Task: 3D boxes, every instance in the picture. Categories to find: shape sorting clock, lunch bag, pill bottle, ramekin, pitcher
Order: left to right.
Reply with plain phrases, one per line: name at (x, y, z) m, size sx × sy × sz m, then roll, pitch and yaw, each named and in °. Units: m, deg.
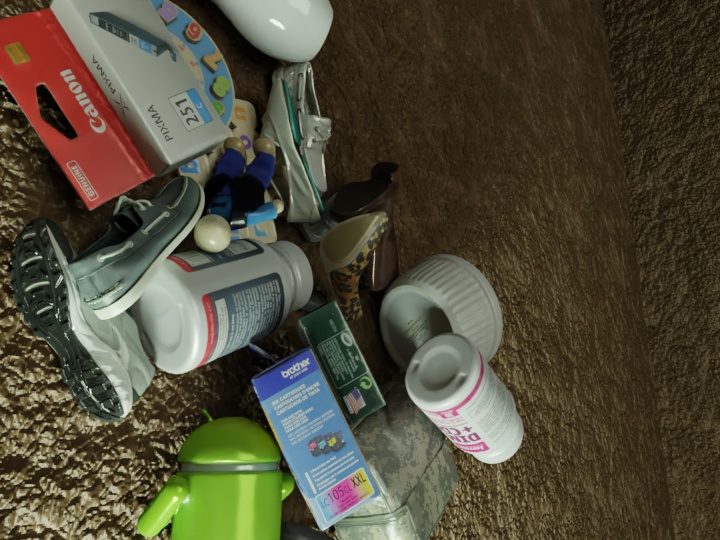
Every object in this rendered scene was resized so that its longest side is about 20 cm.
shape sorting clock at (-0.233, -0.245, 0.702) m, size 0.197 × 0.039 × 0.206 m, roll 19°, pitch 62°, yaw -41°
pill bottle at (-0.149, 0.029, 0.677) m, size 0.198 × 0.118 × 0.123 m, roll -20°, pitch 94°, yaw -52°
pitcher at (-0.140, -0.396, 0.820) m, size 0.197 × 0.121 × 0.175 m, roll 22°, pitch 46°, yaw -28°
lunch bag at (0.034, 0.271, 0.823) m, size 0.199 × 0.137 × 0.172 m, roll -30°, pitch 101°, yaw -54°
ramekin at (0.120, 0.085, 0.948) m, size 0.104 × 0.198 × 0.205 m, roll -21°, pitch 96°, yaw -42°
pill bottle at (0.156, 0.190, 0.841) m, size 0.200 × 0.111 × 0.115 m, roll 49°, pitch 46°, yaw -37°

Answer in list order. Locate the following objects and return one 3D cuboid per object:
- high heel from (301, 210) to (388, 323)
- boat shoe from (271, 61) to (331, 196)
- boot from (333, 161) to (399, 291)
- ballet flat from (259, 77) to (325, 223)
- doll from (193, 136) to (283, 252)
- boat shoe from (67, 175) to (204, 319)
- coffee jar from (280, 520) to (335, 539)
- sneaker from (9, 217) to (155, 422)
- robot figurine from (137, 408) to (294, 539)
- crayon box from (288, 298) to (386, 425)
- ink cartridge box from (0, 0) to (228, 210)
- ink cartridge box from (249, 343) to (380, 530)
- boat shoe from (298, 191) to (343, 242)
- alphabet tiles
high heel at (0.000, 0.000, 0.827) m, size 0.141 × 0.200 × 0.072 m, roll 21°, pitch 36°, yaw -43°
boat shoe at (-0.076, -0.210, 0.870) m, size 0.071 × 0.068 × 0.206 m, roll -21°, pitch 97°, yaw -69°
boot at (0.016, -0.040, 0.894) m, size 0.186 × 0.063 × 0.205 m, roll -43°, pitch 142°, yaw -50°
ballet flat at (-0.105, -0.162, 0.811) m, size 0.069 × 0.068 × 0.205 m, roll -20°, pitch 94°, yaw -52°
doll at (-0.154, -0.088, 0.685) m, size 0.203 × 0.132 × 0.049 m, roll -86°, pitch 177°, yaw -50°
boat shoe at (-0.215, -0.044, 0.578) m, size 0.062 × 0.071 × 0.202 m, roll 57°, pitch 32°, yaw -32°
coffee jar at (-0.090, 0.400, 0.669) m, size 0.104 × 0.084 × 0.204 m, roll 37°, pitch 54°, yaw -35°
sneaker at (-0.267, 0.044, 0.572) m, size 0.079 × 0.072 × 0.205 m, roll -49°, pitch 123°, yaw -59°
robot figurine at (-0.141, 0.253, 0.624) m, size 0.174 × 0.114 × 0.206 m, roll 18°, pitch 65°, yaw -48°
crayon box at (-0.037, 0.115, 0.722) m, size 0.050 × 0.200 × 0.129 m, roll -25°, pitch 86°, yaw -15°
ink cartridge box at (-0.257, -0.191, 0.607) m, size 0.176 × 0.044 × 0.203 m, roll -41°, pitch 105°, yaw -42°
ink cartridge box at (-0.065, 0.167, 0.663) m, size 0.075 × 0.136 × 0.204 m, roll -24°, pitch 85°, yaw -15°
boat shoe at (-0.016, -0.096, 0.925) m, size 0.200 × 0.064 × 0.076 m, roll -24°, pitch 99°, yaw -53°
alphabet tiles at (-0.166, -0.133, 0.787) m, size 0.193 × 0.014 × 0.206 m, roll -6°, pitch 84°, yaw -53°
